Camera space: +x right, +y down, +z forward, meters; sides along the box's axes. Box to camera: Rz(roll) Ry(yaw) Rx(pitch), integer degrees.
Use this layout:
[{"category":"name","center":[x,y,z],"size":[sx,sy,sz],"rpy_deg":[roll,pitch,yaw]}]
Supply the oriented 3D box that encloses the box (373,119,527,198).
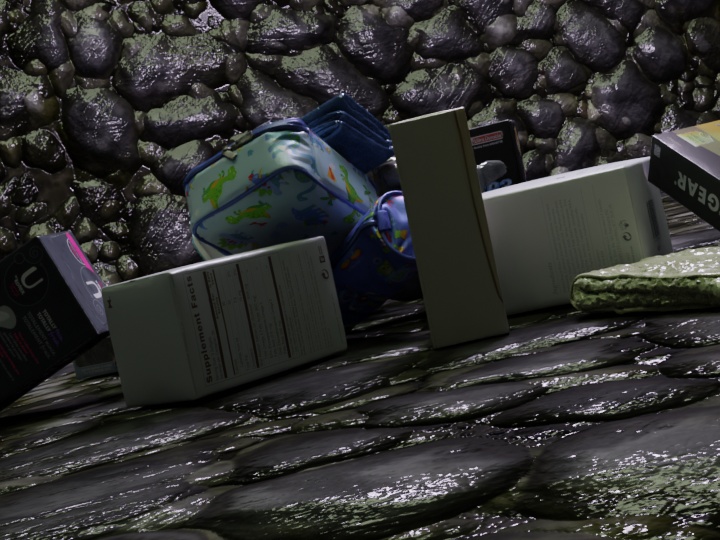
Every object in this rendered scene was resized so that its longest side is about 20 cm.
[{"category":"box","center":[0.128,-0.079,1.659],"size":[0.197,0.202,0.050],"rpy_deg":[-11,3,14]}]

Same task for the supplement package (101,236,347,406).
[{"category":"supplement package","center":[-0.127,0.047,1.201],"size":[0.198,0.119,0.116],"rpy_deg":[-14,3,-44]}]

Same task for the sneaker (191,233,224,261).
[{"category":"sneaker","center":[-0.110,-0.007,1.461],"size":[0.199,0.082,0.076],"rpy_deg":[33,7,20]}]

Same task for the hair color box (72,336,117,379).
[{"category":"hair color box","center":[-0.294,0.090,1.663],"size":[0.097,0.062,0.200],"rpy_deg":[-12,4,16]}]

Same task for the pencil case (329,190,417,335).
[{"category":"pencil case","center":[0.000,0.000,1.299],"size":[0.086,0.079,0.200],"rpy_deg":[5,-33,-33]}]

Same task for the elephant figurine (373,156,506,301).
[{"category":"elephant figurine","center":[0.065,-0.028,1.439],"size":[0.153,0.204,0.141],"rpy_deg":[12,17,21]}]

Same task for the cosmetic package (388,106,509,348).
[{"category":"cosmetic package","center":[0.080,-0.040,1.143],"size":[0.072,0.204,0.104],"rpy_deg":[-12,4,5]}]

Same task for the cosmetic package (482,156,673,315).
[{"category":"cosmetic package","center":[0.202,-0.034,1.284],"size":[0.197,0.125,0.199],"rpy_deg":[-13,3,22]}]

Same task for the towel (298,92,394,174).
[{"category":"towel","center":[-0.063,-0.108,1.381],"size":[0.199,0.049,0.111],"rpy_deg":[-31,-38,27]}]

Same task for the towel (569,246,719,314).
[{"category":"towel","center":[0.284,0.003,1.055],"size":[0.146,0.037,0.199],"rpy_deg":[-14,3,-30]}]

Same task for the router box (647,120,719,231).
[{"category":"router box","center":[0.394,-0.084,1.193],"size":[0.155,0.053,0.200],"rpy_deg":[-14,33,-20]}]

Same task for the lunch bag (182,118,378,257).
[{"category":"lunch bag","center":[-0.081,-0.066,1.316],"size":[0.159,0.084,0.199],"rpy_deg":[-29,-34,23]}]

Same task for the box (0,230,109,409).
[{"category":"box","center":[-0.367,0.064,1.324],"size":[0.198,0.123,0.106],"rpy_deg":[-33,0,9]}]
